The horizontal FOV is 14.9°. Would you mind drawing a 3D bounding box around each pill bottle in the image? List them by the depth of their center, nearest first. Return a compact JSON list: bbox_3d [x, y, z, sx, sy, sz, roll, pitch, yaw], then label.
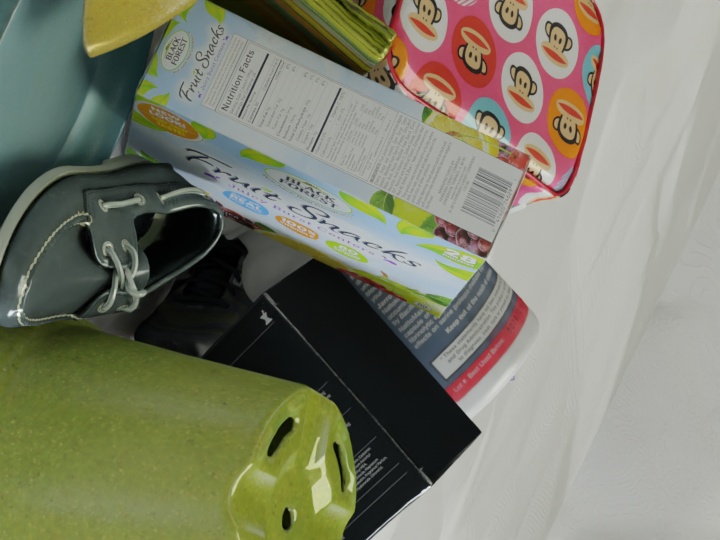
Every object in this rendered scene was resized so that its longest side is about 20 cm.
[{"bbox_3d":[0.000,0.000,1.627,0.119,0.200,0.120,-41,-169,9],"label":"pill bottle"}]

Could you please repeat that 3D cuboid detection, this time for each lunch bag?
[{"bbox_3d":[0.063,-0.125,1.675,0.200,0.082,0.177,34,57,-40],"label":"lunch bag"}]

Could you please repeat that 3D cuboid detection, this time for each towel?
[{"bbox_3d":[-0.040,-0.126,1.452,0.018,0.086,0.200,-50,-173,-14],"label":"towel"}]

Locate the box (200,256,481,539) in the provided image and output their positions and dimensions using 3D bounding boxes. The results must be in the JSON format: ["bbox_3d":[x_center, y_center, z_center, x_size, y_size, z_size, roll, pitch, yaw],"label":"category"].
[{"bbox_3d":[-0.050,0.110,1.566,0.200,0.141,0.079,-44,178,33],"label":"box"}]

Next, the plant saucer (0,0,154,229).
[{"bbox_3d":[-0.154,-0.093,1.340,0.200,0.027,0.201,22,90,-77],"label":"plant saucer"}]

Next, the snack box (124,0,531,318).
[{"bbox_3d":[-0.023,-0.058,1.458,0.169,0.199,0.068,126,-12,-76],"label":"snack box"}]

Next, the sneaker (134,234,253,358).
[{"bbox_3d":[-0.087,0.001,1.686,0.200,0.073,0.082,-55,152,-61],"label":"sneaker"}]

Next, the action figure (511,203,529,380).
[{"bbox_3d":[0.040,-0.022,1.756,0.193,0.201,0.104,-37,-169,-34],"label":"action figure"}]

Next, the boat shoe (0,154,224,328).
[{"bbox_3d":[-0.128,-0.012,1.379,0.200,0.061,0.073,-36,145,-66],"label":"boat shoe"}]

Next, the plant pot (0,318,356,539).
[{"bbox_3d":[-0.109,0.114,1.382,0.200,0.183,0.202,-17,109,-62],"label":"plant pot"}]

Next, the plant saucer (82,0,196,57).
[{"bbox_3d":[-0.073,-0.224,1.330,0.200,0.048,0.201,-56,156,-58],"label":"plant saucer"}]
